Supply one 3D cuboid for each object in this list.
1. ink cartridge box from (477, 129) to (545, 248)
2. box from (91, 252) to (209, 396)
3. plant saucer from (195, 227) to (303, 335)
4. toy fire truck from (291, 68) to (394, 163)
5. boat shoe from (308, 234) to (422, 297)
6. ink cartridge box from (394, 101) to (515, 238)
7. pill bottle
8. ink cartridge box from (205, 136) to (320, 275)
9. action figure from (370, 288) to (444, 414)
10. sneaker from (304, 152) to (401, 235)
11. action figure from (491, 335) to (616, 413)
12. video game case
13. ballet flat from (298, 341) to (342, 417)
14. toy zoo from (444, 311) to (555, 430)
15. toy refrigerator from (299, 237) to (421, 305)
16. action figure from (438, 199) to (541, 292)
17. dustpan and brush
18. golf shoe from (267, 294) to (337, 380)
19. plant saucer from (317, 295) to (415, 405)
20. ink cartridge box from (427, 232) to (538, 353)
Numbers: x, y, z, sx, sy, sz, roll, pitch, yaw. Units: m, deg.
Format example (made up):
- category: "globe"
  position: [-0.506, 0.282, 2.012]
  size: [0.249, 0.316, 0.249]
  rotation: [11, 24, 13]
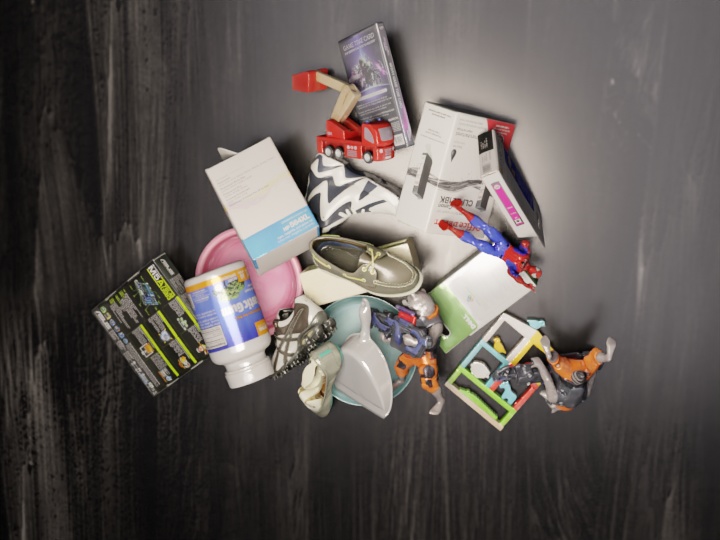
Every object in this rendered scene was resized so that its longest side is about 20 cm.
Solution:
- category: "ink cartridge box"
  position: [0.244, -0.126, 1.620]
  size: [0.037, 0.095, 0.200]
  rotation: [-20, 135, 24]
- category: "box"
  position: [-0.365, 0.101, 1.819]
  size: [0.193, 0.047, 0.201]
  rotation: [-35, 92, 27]
- category: "plant saucer"
  position: [-0.194, 0.019, 1.795]
  size: [0.198, 0.051, 0.203]
  rotation: [2, 101, 10]
- category: "toy fire truck"
  position: [-0.028, -0.259, 1.670]
  size: [0.199, 0.048, 0.143]
  rotation: [14, 113, 42]
- category: "boat shoe"
  position: [0.005, -0.009, 1.660]
  size: [0.200, 0.060, 0.073]
  rotation: [16, 75, 23]
- category: "ink cartridge box"
  position: [0.154, -0.160, 1.647]
  size: [0.083, 0.143, 0.202]
  rotation: [30, 110, 46]
- category: "pill bottle"
  position: [-0.219, 0.093, 1.725]
  size: [0.111, 0.112, 0.202]
  rotation: [-19, 93, 13]
- category: "ink cartridge box"
  position: [-0.167, -0.117, 1.694]
  size: [0.124, 0.129, 0.201]
  rotation: [-27, 80, -6]
- category: "action figure"
  position: [0.088, 0.120, 1.707]
  size: [0.104, 0.200, 0.196]
  rotation: [-10, 116, -29]
- category: "sneaker"
  position: [-0.013, -0.105, 1.727]
  size: [0.198, 0.079, 0.131]
  rotation: [27, 105, 4]
- category: "action figure"
  position: [0.325, 0.181, 1.669]
  size: [0.198, 0.194, 0.105]
  rotation: [-10, 56, -3]
- category: "video game case"
  position: [0.024, -0.296, 1.663]
  size: [0.019, 0.143, 0.202]
  rotation: [-17, 98, -25]
- category: "ballet flat"
  position: [-0.080, 0.198, 1.755]
  size: [0.067, 0.063, 0.201]
  rotation: [47, 144, 25]
- category: "toy zoo"
  position: [0.258, 0.164, 1.757]
  size: [0.131, 0.020, 0.201]
  rotation: [39, 104, 1]
- category: "toy refrigerator"
  position: [0.000, 0.000, 1.745]
  size: [0.198, 0.076, 0.071]
  rotation: [-16, 97, 13]
- category: "action figure"
  position: [0.227, -0.034, 1.602]
  size: [0.199, 0.099, 0.066]
  rotation: [31, 92, -25]
- category: "dustpan and brush"
  position: [0.004, 0.138, 1.712]
  size: [0.139, 0.057, 0.202]
  rotation: [27, 139, 40]
- category: "golf shoe"
  position: [-0.118, 0.115, 1.755]
  size: [0.095, 0.077, 0.200]
  rotation: [52, 130, 10]
- category: "plant saucer"
  position: [0.005, 0.141, 1.795]
  size: [0.198, 0.027, 0.203]
  rotation: [2, 100, 9]
- category: "ink cartridge box"
  position: [0.195, 0.039, 1.725]
  size: [0.199, 0.059, 0.104]
  rotation: [-39, 92, 17]
